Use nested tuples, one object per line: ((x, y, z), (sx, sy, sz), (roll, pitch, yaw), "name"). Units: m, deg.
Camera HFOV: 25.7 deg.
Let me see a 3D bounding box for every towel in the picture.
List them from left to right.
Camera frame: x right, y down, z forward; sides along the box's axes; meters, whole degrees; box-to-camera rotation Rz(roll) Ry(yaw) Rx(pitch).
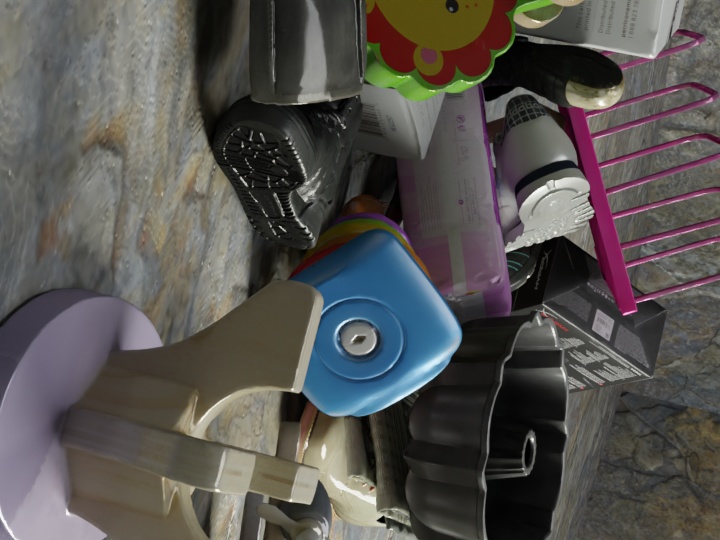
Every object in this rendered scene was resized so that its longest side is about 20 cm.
((0.028, 0.111, 1.219), (0.192, 0.034, 0.202), (41, 36, -62), "towel")

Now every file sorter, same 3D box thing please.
((0.244, -0.090, 1.319), (0.139, 0.124, 0.202), (-82, 156, -78), "file sorter")

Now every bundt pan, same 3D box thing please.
((0.088, 0.128, 1.146), (0.202, 0.075, 0.204), (5, 90, -67), "bundt pan")

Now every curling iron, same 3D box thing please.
((0.036, -0.065, 1.297), (0.050, 0.025, 0.201), (118, -5, -45), "curling iron")

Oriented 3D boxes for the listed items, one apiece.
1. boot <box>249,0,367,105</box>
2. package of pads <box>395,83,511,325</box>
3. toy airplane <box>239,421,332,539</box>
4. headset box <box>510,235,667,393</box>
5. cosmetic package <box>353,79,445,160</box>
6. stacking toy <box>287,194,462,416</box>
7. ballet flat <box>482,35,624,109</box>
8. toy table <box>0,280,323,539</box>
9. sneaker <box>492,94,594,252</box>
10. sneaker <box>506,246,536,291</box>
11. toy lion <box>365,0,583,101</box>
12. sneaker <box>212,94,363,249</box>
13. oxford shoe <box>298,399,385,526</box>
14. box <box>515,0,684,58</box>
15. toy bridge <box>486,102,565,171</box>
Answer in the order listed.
((-0.011, -0.199, 0.852), (0.181, 0.072, 0.202), (-28, 112, -54), "boot")
((0.067, -0.057, 1.191), (0.121, 0.075, 0.202), (74, 9, -70), "package of pads")
((-0.055, 0.218, 0.957), (0.201, 0.140, 0.201), (78, 28, -57), "toy airplane")
((0.163, 0.052, 1.487), (0.148, 0.199, 0.078), (32, 62, -26), "headset box")
((0.033, -0.189, 1.090), (0.102, 0.073, 0.202), (69, 37, -64), "cosmetic package")
((0.000, 0.000, 1.095), (0.110, 0.115, 0.201), (53, 16, -22), "stacking toy")
((0.142, -0.145, 1.210), (0.200, 0.066, 0.057), (-148, -124, -63), "ballet flat")
((-0.095, 0.086, 0.754), (0.200, 0.116, 0.186), (-8, 110, -75), "toy table")
((0.137, -0.072, 1.241), (0.200, 0.076, 0.081), (90, -23, -74), "sneaker")
((0.090, -0.001, 1.315), (0.080, 0.075, 0.200), (56, 30, -10), "sneaker")
((0.048, -0.216, 1.006), (0.069, 0.190, 0.202), (-19, -90, 63), "toy lion")
((-0.037, -0.084, 0.947), (0.200, 0.059, 0.105), (80, 28, -67), "sneaker")
((-0.005, 0.148, 1.214), (0.200, 0.073, 0.071), (65, 43, -65), "oxford shoe")
((0.163, -0.290, 1.241), (0.131, 0.198, 0.201), (-44, 144, -63), "box")
((0.093, -0.080, 1.324), (0.200, 0.067, 0.027), (-47, -156, 52), "toy bridge")
